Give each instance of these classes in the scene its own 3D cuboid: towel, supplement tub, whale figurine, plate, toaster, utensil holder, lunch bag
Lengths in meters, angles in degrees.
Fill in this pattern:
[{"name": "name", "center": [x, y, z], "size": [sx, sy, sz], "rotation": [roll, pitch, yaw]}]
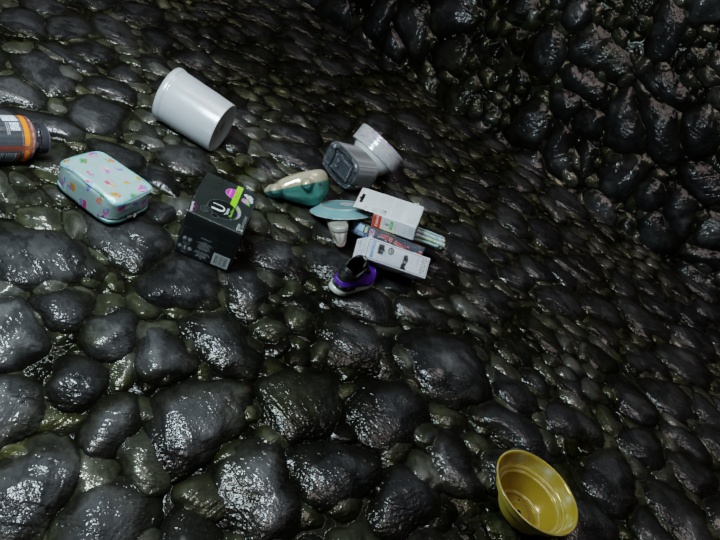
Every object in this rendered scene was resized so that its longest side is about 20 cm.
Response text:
[{"name": "towel", "center": [0.172, -0.107, 2.066], "size": [0.196, 0.049, 0.171], "rotation": [22, 0, 10]}, {"name": "supplement tub", "center": [-0.829, -0.304, 1.544], "size": [0.198, 0.108, 0.107], "rotation": [-11, 49, -48]}, {"name": "whale figurine", "center": [-0.185, -0.238, 2.001], "size": [0.197, 0.106, 0.158], "rotation": [-18, 12, -28]}, {"name": "plate", "center": [-0.056, -0.186, 2.009], "size": [0.195, 0.026, 0.201], "rotation": [2, 18, -1]}, {"name": "toaster", "center": [-0.025, -0.349, 2.264], "size": [0.127, 0.115, 0.200], "rotation": [-5, 43, -46]}, {"name": "utensil holder", "center": [-0.496, -0.480, 2.011], "size": [0.197, 0.172, 0.171], "rotation": [31, 31, -1]}, {"name": "lunch bag", "center": [-0.608, -0.200, 1.606], "size": [0.198, 0.078, 0.160], "rotation": [35, 30, 8]}]

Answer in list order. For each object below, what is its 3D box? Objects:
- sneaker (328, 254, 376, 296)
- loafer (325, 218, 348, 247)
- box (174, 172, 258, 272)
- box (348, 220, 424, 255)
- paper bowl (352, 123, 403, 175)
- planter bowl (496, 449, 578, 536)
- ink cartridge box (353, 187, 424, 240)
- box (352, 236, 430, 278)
[{"name": "sneaker", "center": [0.000, 0.000, 1.798], "size": [0.069, 0.101, 0.199], "rotation": [39, 30, 16]}, {"name": "loafer", "center": [-0.067, -0.125, 1.971], "size": [0.070, 0.064, 0.201], "rotation": [-2, 20, -2]}, {"name": "box", "center": [-0.355, -0.122, 1.660], "size": [0.146, 0.126, 0.202], "rotation": [23, 33, -12]}, {"name": "box", "center": [0.078, -0.094, 1.990], "size": [0.196, 0.039, 0.136], "rotation": [19, 4, -26]}, {"name": "paper bowl", "center": [0.051, -0.419, 2.391], "size": [0.200, 0.105, 0.201], "rotation": [43, 2, -2]}, {"name": "planter bowl", "center": [0.354, 0.490, 1.415], "size": [0.196, 0.084, 0.202], "rotation": [21, 32, -13]}, {"name": "ink cartridge box", "center": [0.080, -0.168, 1.966], "size": [0.196, 0.051, 0.110], "rotation": [19, 42, 7]}, {"name": "box", "center": [0.087, -0.034, 1.906], "size": [0.196, 0.062, 0.116], "rotation": [18, -6, -19]}]
